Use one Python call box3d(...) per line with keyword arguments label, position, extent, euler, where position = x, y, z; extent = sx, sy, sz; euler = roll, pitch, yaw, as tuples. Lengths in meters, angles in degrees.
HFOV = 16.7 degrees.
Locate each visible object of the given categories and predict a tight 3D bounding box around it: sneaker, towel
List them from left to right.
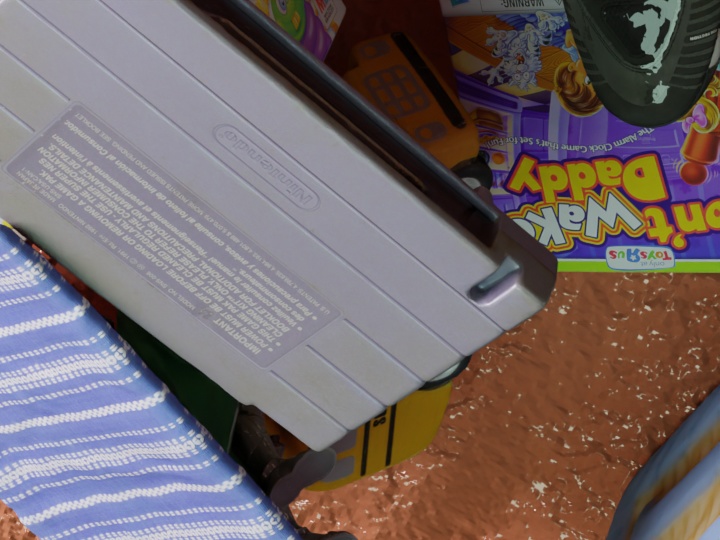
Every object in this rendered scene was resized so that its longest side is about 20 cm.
box3d(label="towel", position=(-0.106, 0.068, 0.913), extent=(0.144, 0.024, 0.200), euler=(-13, 125, 49))
box3d(label="sneaker", position=(0.088, -0.143, 0.837), extent=(0.066, 0.090, 0.201), euler=(5, 107, 21))

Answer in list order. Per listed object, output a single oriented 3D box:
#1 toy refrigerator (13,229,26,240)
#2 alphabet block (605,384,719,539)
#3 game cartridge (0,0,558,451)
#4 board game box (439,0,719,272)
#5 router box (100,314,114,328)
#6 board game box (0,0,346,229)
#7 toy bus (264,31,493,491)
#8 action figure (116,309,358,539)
box3d(label="toy refrigerator", position=(-0.109, -0.084, 1.002), extent=(0.200, 0.076, 0.070), euler=(-32, 107, 36))
box3d(label="alphabet block", position=(0.212, 0.144, 0.960), extent=(0.200, 0.197, 0.196), euler=(34, 131, -4))
box3d(label="game cartridge", position=(-0.048, -0.028, 0.818), extent=(0.200, 0.038, 0.129), euler=(39, 136, -19))
box3d(label="board game box", position=(0.139, -0.067, 0.936), extent=(0.199, 0.045, 0.135), euler=(0, 123, 21))
box3d(label="router box", position=(-0.180, 0.042, 1.066), extent=(0.149, 0.062, 0.200), euler=(23, 164, 4))
box3d(label="board game box", position=(-0.124, -0.085, 0.887), extent=(0.199, 0.105, 0.103), euler=(-10, 126, 28))
box3d(label="toy bus", position=(0.000, 0.000, 0.992), extent=(0.078, 0.065, 0.201), euler=(-19, 144, -18))
box3d(label="action figure", position=(-0.061, 0.056, 1.014), extent=(0.054, 0.200, 0.119), euler=(-21, 121, -16))
